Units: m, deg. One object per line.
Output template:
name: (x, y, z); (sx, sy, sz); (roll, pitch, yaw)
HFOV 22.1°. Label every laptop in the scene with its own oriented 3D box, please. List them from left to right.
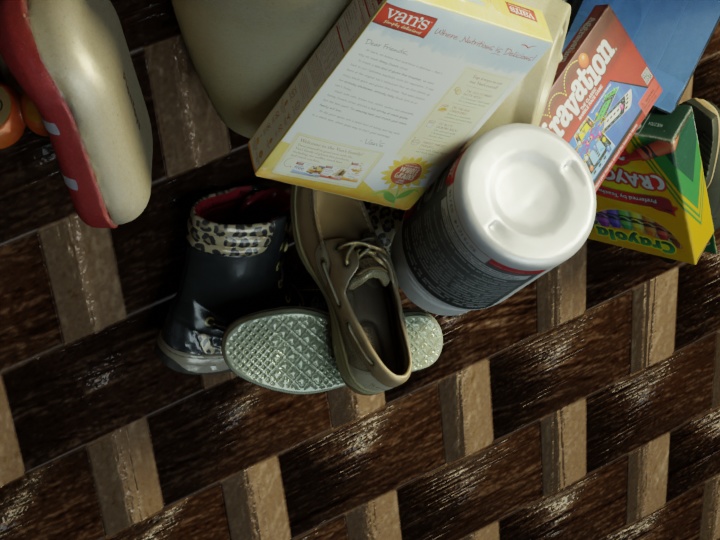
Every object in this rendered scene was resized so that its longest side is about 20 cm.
laptop: (0.215, -0.250, 1.599); (0.200, 0.116, 0.188); (1, 121, -46)

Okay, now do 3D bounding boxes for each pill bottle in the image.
pill bottle: (0.097, -0.033, 1.461); (0.114, 0.114, 0.200); (-24, 174, -22)

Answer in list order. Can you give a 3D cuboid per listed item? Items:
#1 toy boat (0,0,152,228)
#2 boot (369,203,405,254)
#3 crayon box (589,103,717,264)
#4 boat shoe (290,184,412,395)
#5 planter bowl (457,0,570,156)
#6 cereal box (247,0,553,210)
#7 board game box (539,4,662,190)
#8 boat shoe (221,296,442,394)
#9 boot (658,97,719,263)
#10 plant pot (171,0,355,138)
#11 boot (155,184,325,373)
toy boat: (-0.234, -0.123, 1.364); (0.130, 0.131, 0.200); (-9, 133, 4)
boot: (0.096, -0.078, 1.659); (0.150, 0.200, 0.073); (-24, 101, 20)
crayon box: (0.265, -0.079, 1.760); (0.051, 0.127, 0.200); (-56, 144, -29)
boat shoe: (0.000, 0.000, 1.513); (0.071, 0.064, 0.201); (-16, 86, -30)
planter bowl: (0.090, -0.172, 1.476); (0.200, 0.134, 0.201); (17, 90, -82)
cereal box: (0.027, -0.130, 1.350); (0.143, 0.040, 0.200); (13, 136, -32)
board game box: (0.184, -0.122, 1.577); (0.103, 0.019, 0.200); (51, 60, -29)
boat shoe: (-0.028, 0.062, 1.565); (0.199, 0.062, 0.075); (-4, 99, -27)
boot: (0.362, -0.113, 1.866); (0.138, 0.077, 0.200); (-27, 148, -25)
plant pot: (-0.065, -0.199, 1.396); (0.187, 0.187, 0.200); (-22, 146, -23)
boot: (-0.077, 0.004, 1.593); (0.199, 0.073, 0.151); (-8, 125, -30)
